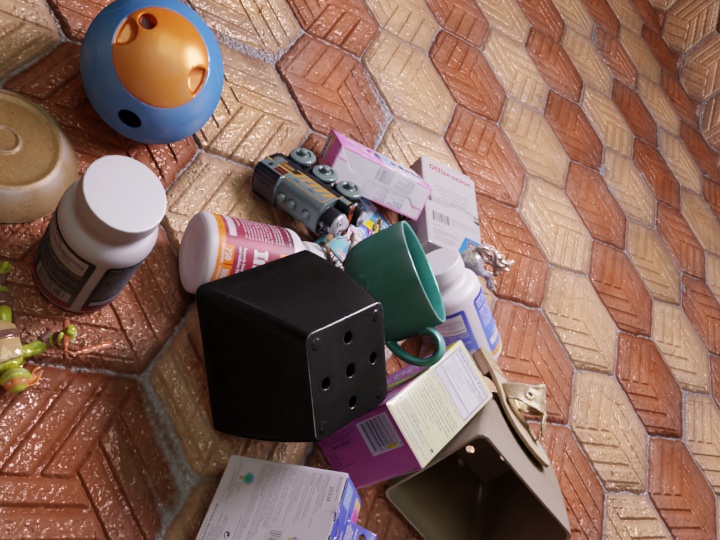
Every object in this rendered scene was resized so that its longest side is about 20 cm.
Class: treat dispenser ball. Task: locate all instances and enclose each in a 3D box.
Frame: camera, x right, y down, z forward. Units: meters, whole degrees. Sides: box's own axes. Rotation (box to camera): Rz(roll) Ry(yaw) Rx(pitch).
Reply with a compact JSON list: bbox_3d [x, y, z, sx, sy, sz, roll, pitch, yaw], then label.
[{"bbox_3d":[-0.294,-0.285,0.951,0.197,0.200,0.205,20,53,-30],"label":"treat dispenser ball"}]

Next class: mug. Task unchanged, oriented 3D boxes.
[{"bbox_3d":[0.043,0.034,0.941,0.153,0.112,0.188,55,18,-40],"label":"mug"}]

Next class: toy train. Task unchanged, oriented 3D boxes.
[{"bbox_3d":[-0.084,-0.123,1.085,0.198,0.086,0.113,37,41,20],"label":"toy train"}]

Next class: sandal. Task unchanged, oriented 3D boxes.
[{"bbox_3d":[0.248,0.187,1.020,0.077,0.069,0.214,36,19,-46],"label":"sandal"}]

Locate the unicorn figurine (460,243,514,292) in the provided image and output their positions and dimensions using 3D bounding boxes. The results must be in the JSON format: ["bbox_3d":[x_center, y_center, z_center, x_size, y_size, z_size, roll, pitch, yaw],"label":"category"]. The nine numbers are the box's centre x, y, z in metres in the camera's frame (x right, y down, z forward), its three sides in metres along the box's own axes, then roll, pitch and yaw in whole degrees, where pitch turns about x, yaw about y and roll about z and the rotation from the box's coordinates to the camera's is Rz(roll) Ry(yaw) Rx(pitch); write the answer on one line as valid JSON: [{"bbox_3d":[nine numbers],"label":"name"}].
[{"bbox_3d":[0.175,0.016,1.236,0.136,0.200,0.074,33,18,-36],"label":"unicorn figurine"}]

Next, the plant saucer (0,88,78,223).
[{"bbox_3d":[-0.459,-0.159,0.853,0.197,0.035,0.205,21,53,-30],"label":"plant saucer"}]

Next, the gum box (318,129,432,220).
[{"bbox_3d":[0.029,-0.170,1.202,0.196,0.067,0.114,23,18,-21],"label":"gum box"}]

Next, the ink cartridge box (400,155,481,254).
[{"bbox_3d":[0.155,-0.101,1.307,0.143,0.084,0.205,20,53,-30],"label":"ink cartridge box"}]

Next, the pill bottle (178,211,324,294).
[{"bbox_3d":[-0.153,-0.013,0.971,0.196,0.112,0.116,9,59,-36],"label":"pill bottle"}]

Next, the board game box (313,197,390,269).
[{"bbox_3d":[-0.003,-0.021,1.151,0.151,0.047,0.201,47,44,-8],"label":"board game box"}]

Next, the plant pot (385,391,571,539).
[{"bbox_3d":[0.188,0.310,1.024,0.200,0.199,0.177,48,30,-6],"label":"plant pot"}]

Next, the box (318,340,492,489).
[{"bbox_3d":[0.064,0.212,0.978,0.198,0.175,0.098,-28,85,-45],"label":"box"}]

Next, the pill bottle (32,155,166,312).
[{"bbox_3d":[-0.309,-0.040,0.792,0.114,0.199,0.119,20,53,-30],"label":"pill bottle"}]

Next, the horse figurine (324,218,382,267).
[{"bbox_3d":[0.000,0.000,1.053,0.198,0.049,0.136,-22,114,-50],"label":"horse figurine"}]

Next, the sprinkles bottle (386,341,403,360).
[{"bbox_3d":[0.028,0.115,1.083,0.069,0.068,0.199,52,45,-2],"label":"sprinkles bottle"}]

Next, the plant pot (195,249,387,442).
[{"bbox_3d":[-0.072,0.104,0.864,0.197,0.175,0.206,-21,113,-43],"label":"plant pot"}]

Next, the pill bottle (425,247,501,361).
[{"bbox_3d":[0.164,0.068,1.148,0.113,0.110,0.203,-53,127,-45],"label":"pill bottle"}]

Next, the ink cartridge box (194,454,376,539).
[{"bbox_3d":[-0.083,0.307,0.782,0.077,0.195,0.138,69,31,-42],"label":"ink cartridge box"}]

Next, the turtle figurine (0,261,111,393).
[{"bbox_3d":[-0.397,0.072,0.749,0.197,0.065,0.163,-20,71,-36],"label":"turtle figurine"}]
